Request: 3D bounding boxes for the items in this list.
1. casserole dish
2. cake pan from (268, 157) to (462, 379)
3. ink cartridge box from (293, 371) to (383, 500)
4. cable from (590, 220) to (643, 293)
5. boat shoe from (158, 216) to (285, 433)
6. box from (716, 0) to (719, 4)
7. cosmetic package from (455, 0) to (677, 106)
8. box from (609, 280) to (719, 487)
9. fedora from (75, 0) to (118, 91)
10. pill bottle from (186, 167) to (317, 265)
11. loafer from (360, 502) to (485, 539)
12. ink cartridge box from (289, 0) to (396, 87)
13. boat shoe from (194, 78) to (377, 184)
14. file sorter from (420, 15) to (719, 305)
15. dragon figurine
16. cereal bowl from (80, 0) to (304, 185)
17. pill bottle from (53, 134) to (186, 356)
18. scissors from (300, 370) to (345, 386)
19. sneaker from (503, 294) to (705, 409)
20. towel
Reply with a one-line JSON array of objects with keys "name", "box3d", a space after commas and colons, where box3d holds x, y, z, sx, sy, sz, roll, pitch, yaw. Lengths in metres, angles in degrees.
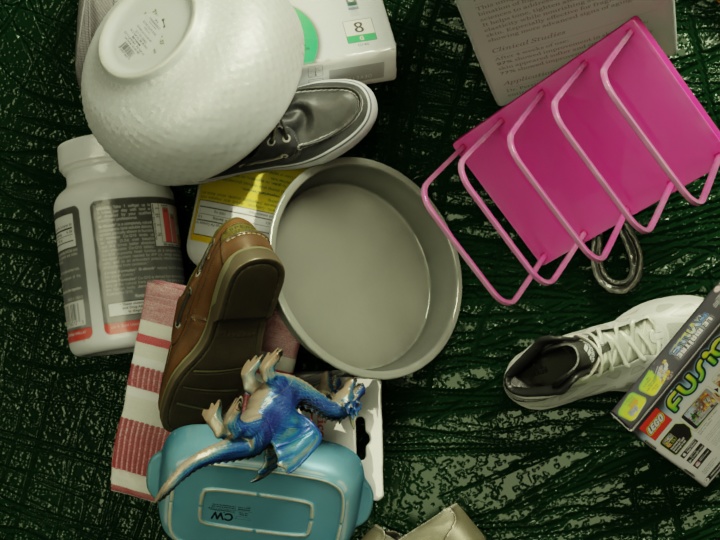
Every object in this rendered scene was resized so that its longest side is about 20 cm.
[{"name": "casserole dish", "box3d": [-0.088, 0.198, 0.966, 0.200, 0.039, 0.121, 9, 114, -2]}, {"name": "cake pan", "box3d": [0.000, 0.000, 0.988, 0.037, 0.200, 0.201, -25, 78, 54]}, {"name": "ink cartridge box", "box3d": [-0.070, 0.152, 1.040, 0.200, 0.068, 0.115, -1, 88, 14]}, {"name": "cable", "box3d": [0.220, -0.083, 0.992, 0.097, 0.050, 0.200, 10, 88, 11]}, {"name": "boat shoe", "box3d": [-0.121, 0.048, 0.941, 0.200, 0.072, 0.068, -60, 42, 26]}, {"name": "box", "box3d": [0.398, -0.239, 0.966, 0.119, 0.041, 0.200, -46, 76, 7]}, {"name": "cosmetic package", "box3d": [0.158, -0.270, 0.925, 0.167, 0.200, 0.167, -14, 68, 12]}, {"name": "box", "box3d": [0.314, 0.075, 0.939, 0.110, 0.035, 0.200, 36, 96, -27]}, {"name": "fedora", "box3d": [-0.202, -0.252, 1.050, 0.090, 0.177, 0.200, 5, 75, -1]}, {"name": "pill bottle", "box3d": [-0.097, -0.055, 1.036, 0.112, 0.112, 0.200, 12, 90, 14]}, {"name": "loafer", "box3d": [0.021, 0.268, 1.017, 0.200, 0.075, 0.070, -22, 70, 7]}, {"name": "ink cartridge box", "box3d": [-0.066, -0.247, 1.014, 0.161, 0.050, 0.200, -11, 62, -6]}, {"name": "boat shoe", "box3d": [-0.086, -0.120, 0.945, 0.200, 0.066, 0.070, -10, 85, 11]}, {"name": "file sorter", "box3d": [0.170, -0.079, 0.912, 0.200, 0.125, 0.139, -33, 99, 37]}, {"name": "dragon figurine", "box3d": [-0.071, 0.133, 0.899, 0.059, 0.200, 0.099, -24, 111, 47]}, {"name": "cereal bowl", "box3d": [-0.149, -0.174, 0.908, 0.200, 0.083, 0.200, -12, 62, 22]}, {"name": "pill bottle", "box3d": [-0.228, -0.024, 1.064, 0.116, 0.116, 0.200, -9, 85, 13]}, {"name": "scissors", "box3d": [-0.108, 0.126, 1.010, 0.200, 0.014, 0.073, -3, 86, 13]}, {"name": "sneaker", "box3d": [0.216, 0.075, 0.952, 0.200, 0.115, 0.076, -21, 82, 11]}, {"name": "towel", "box3d": [-0.138, 0.118, 0.996, 0.144, 0.023, 0.200, 14, 101, 5]}]
